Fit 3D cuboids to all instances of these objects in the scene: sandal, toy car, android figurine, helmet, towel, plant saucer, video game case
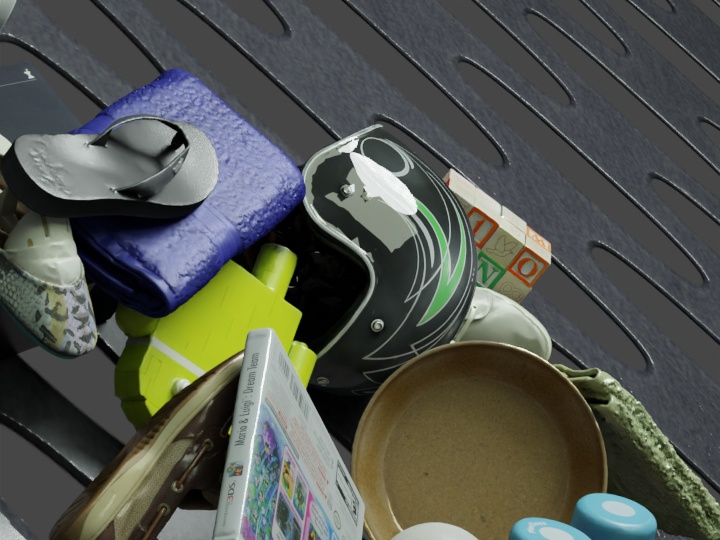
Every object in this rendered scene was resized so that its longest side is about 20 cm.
[{"bbox_3d":[-0.153,-0.071,1.281,0.076,0.043,0.200,50,28,13],"label":"sandal"},{"bbox_3d":[0.085,0.237,1.398,0.199,0.185,0.176,24,19,32],"label":"toy car"},{"bbox_3d":[-0.109,0.057,1.407,0.182,0.041,0.201,40,58,-36],"label":"android figurine"},{"bbox_3d":[0.000,0.000,1.549,0.191,0.200,0.200,60,32,1],"label":"helmet"},{"bbox_3d":[-0.141,-0.055,1.367,0.148,0.050,0.200,41,41,5],"label":"towel"},{"bbox_3d":[0.206,0.147,1.574,0.037,0.148,0.200,-51,118,-21],"label":"towel"},{"bbox_3d":[0.091,0.156,1.492,0.200,0.200,0.035,43,-10,5],"label":"plant saucer"},{"bbox_3d":[-0.044,0.171,1.301,0.183,0.024,0.201,-83,156,-45],"label":"video game case"}]

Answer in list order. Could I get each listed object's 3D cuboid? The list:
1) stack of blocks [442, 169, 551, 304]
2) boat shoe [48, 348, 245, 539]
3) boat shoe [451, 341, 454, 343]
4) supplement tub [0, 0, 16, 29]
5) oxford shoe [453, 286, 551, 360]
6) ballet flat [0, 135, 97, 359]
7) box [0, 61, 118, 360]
[{"bbox_3d":[0.058,-0.031,1.714,0.200,0.115,0.059,36,19,-7],"label":"stack of blocks"},{"bbox_3d":[-0.121,0.135,1.305,0.072,0.072,0.200,47,57,-8],"label":"boat shoe"},{"bbox_3d":[0.083,0.133,1.590,0.063,0.071,0.200,6,37,-45],"label":"boat shoe"},{"bbox_3d":[-0.376,-0.261,1.509,0.199,0.145,0.145,16,38,-36],"label":"supplement tub"},{"bbox_3d":[0.072,0.041,1.674,0.199,0.075,0.058,26,20,-2],"label":"oxford shoe"},{"bbox_3d":[-0.229,-0.035,1.251,0.201,0.072,0.072,51,32,15],"label":"ballet flat"},{"bbox_3d":[-0.269,-0.040,1.382,0.182,0.104,0.200,49,31,12],"label":"box"}]
